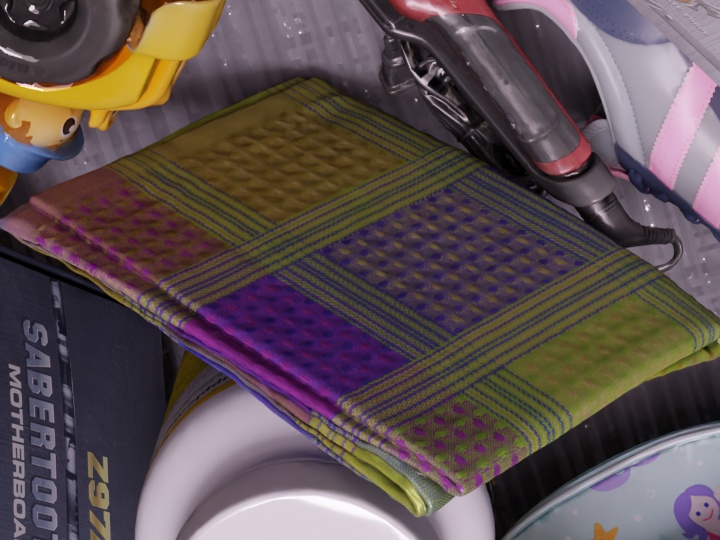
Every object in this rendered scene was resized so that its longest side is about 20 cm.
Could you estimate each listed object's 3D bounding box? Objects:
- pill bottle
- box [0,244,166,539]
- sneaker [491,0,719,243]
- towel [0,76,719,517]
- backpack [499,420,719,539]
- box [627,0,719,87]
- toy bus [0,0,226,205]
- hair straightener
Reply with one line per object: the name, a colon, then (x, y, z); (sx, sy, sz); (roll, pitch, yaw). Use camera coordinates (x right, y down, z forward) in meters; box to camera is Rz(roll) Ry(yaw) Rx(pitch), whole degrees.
pill bottle: (-0.012, 0.071, 0.728); (0.112, 0.200, 0.113); (0, 108, 1)
box: (-0.118, 0.094, 0.717); (0.051, 0.158, 0.201); (-14, 69, 25)
sneaker: (0.121, -0.041, 0.766); (0.082, 0.070, 0.201); (-27, 101, 26)
towel: (0.000, 0.000, 0.698); (0.200, 0.143, 0.023); (30, 130, 33)
backpack: (0.126, 0.155, 0.767); (0.177, 0.151, 0.201); (-28, 74, 4)
box: (0.188, -0.097, 0.709); (0.200, 0.048, 0.159); (42, 72, -10)
toy bus: (-0.152, -0.073, 0.733); (0.199, 0.136, 0.193); (16, 121, -6)
hair straightener: (0.035, -0.074, 0.753); (0.041, 0.077, 0.200); (-42, 90, -15)
